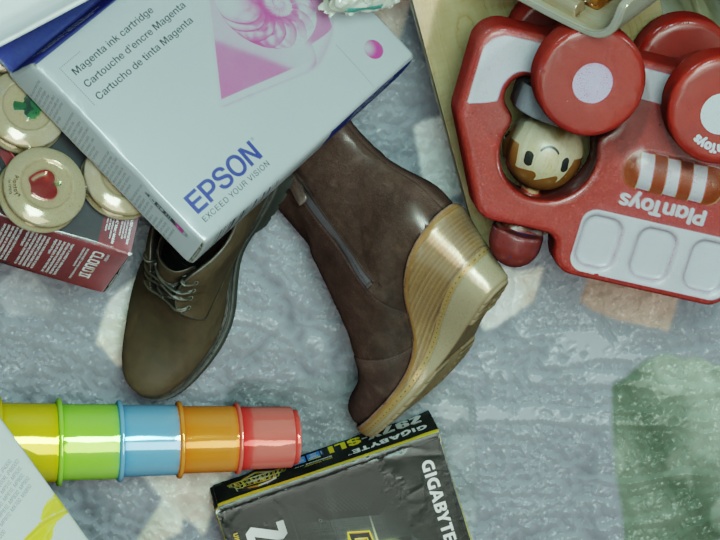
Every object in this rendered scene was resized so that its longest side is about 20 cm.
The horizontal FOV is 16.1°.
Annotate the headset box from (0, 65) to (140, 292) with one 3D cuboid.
[{"bbox_3d":[-0.205,-0.085,1.539,0.199,0.075,0.150,18,66,-14],"label":"headset box"}]

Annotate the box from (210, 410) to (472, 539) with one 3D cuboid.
[{"bbox_3d":[0.003,0.214,1.709,0.159,0.049,0.201,-17,108,-2],"label":"box"}]

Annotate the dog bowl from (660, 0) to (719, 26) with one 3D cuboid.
[{"bbox_3d":[0.157,-0.129,1.623,0.199,0.074,0.201,-3,107,-9],"label":"dog bowl"}]

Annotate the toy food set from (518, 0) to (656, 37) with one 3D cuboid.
[{"bbox_3d":[0.123,-0.223,1.486,0.143,0.200,0.061,-38,143,-29],"label":"toy food set"}]

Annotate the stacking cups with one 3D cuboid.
[{"bbox_3d":[-0.139,0.115,1.654,0.199,0.061,0.061,2,105,-13],"label":"stacking cups"}]

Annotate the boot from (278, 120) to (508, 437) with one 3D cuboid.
[{"bbox_3d":[0.000,0.000,1.634,0.166,0.072,0.200,44,138,10],"label":"boot"}]

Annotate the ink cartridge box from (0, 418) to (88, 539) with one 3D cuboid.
[{"bbox_3d":[-0.245,0.200,1.612,0.145,0.084,0.201,-20,113,34],"label":"ink cartridge box"}]

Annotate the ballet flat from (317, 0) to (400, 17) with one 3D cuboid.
[{"bbox_3d":[-0.043,-0.237,1.519,0.072,0.072,0.201,-33,79,1],"label":"ballet flat"}]

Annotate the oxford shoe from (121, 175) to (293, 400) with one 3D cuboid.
[{"bbox_3d":[-0.115,0.000,1.595,0.072,0.084,0.201,30,117,16],"label":"oxford shoe"}]

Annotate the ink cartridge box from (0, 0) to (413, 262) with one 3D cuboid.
[{"bbox_3d":[-0.100,-0.138,1.515,0.200,0.043,0.196,46,62,0],"label":"ink cartridge box"}]

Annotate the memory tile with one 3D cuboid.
[{"bbox_3d":[-0.159,-0.124,1.519,0.152,0.017,0.201,-9,72,-24],"label":"memory tile"}]

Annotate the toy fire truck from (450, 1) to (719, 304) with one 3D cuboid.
[{"bbox_3d":[0.149,-0.072,1.528,0.199,0.112,0.169,11,108,-12],"label":"toy fire truck"}]

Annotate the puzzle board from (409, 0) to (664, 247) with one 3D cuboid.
[{"bbox_3d":[0.118,-0.125,1.572,0.150,0.017,0.201,-18,109,-5],"label":"puzzle board"}]

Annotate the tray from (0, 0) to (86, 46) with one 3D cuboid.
[{"bbox_3d":[-0.228,-0.170,1.476,0.199,0.022,0.108,-31,72,-21],"label":"tray"}]
